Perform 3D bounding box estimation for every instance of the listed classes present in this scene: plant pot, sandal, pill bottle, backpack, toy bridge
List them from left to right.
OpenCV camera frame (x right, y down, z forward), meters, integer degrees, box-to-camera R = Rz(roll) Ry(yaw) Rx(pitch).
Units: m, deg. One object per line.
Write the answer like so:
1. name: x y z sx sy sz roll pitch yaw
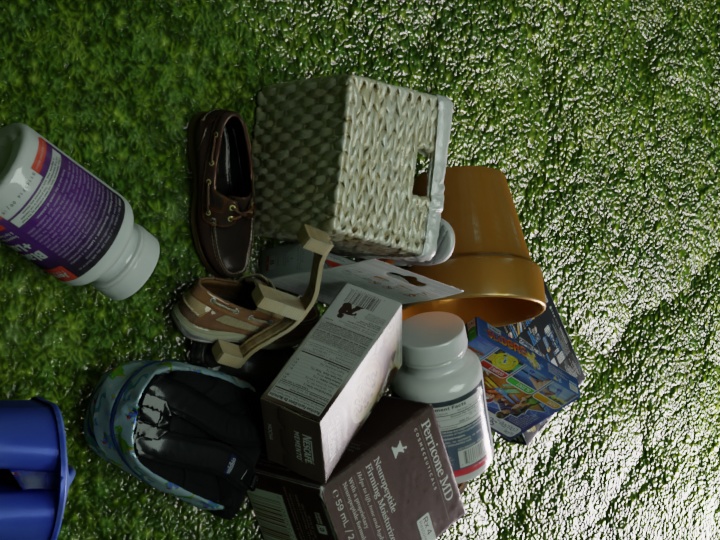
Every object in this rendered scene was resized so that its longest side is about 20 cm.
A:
1. pill bottle: -0.307 -0.053 1.386 0.200 0.111 0.112 39 68 -36
2. backpack: -0.207 0.175 1.486 0.200 0.153 0.164 31 76 -61
3. toy bridge: -0.091 0.037 1.509 0.067 0.027 0.200 20 118 -37
4. sandal: 0.059 -0.038 1.654 0.059 0.206 0.079 4 96 -38
5. pill bottle: 0.101 0.160 1.701 0.119 0.119 0.201 -32 124 -36
6. plant pot: 0.135 -0.031 1.749 0.200 0.200 0.184 11 70 -42

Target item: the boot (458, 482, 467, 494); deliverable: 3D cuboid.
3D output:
1. boot: 0.108 0.262 1.806 0.076 0.073 0.200 54 41 -17

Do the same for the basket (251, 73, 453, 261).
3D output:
1. basket: -0.016 -0.120 1.587 0.160 0.200 0.199 9 86 -40

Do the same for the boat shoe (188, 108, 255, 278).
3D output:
1. boat shoe: -0.156 -0.087 1.550 0.070 0.070 0.201 -18 106 -41

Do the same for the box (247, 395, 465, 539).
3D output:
1. box: -0.010 0.270 1.640 0.200 0.164 0.166 -33 113 -36

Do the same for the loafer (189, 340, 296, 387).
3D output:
1. loafer: -0.112 0.112 1.600 0.200 0.072 0.073 14 85 -41

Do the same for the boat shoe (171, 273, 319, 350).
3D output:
1. boat shoe: -0.123 0.044 1.569 0.200 0.076 0.072 2 128 -43

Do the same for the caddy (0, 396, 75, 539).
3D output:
1. caddy: -0.337 0.199 1.329 0.105 0.200 0.142 3 90 -25

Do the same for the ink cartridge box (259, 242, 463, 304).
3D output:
1. ink cartridge box: 0.000 0.000 1.606 0.162 0.200 0.050 19 67 -41

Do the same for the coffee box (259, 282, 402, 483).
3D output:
1. coffee box: -0.029 0.128 1.538 0.200 0.080 0.113 -54 154 -38

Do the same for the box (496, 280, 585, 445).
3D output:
1. box: 0.236 0.126 1.932 0.159 0.046 0.200 -43 120 -31

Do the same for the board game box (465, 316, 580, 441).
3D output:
1. board game box: 0.180 0.150 1.805 0.200 0.135 0.035 32 38 -30
